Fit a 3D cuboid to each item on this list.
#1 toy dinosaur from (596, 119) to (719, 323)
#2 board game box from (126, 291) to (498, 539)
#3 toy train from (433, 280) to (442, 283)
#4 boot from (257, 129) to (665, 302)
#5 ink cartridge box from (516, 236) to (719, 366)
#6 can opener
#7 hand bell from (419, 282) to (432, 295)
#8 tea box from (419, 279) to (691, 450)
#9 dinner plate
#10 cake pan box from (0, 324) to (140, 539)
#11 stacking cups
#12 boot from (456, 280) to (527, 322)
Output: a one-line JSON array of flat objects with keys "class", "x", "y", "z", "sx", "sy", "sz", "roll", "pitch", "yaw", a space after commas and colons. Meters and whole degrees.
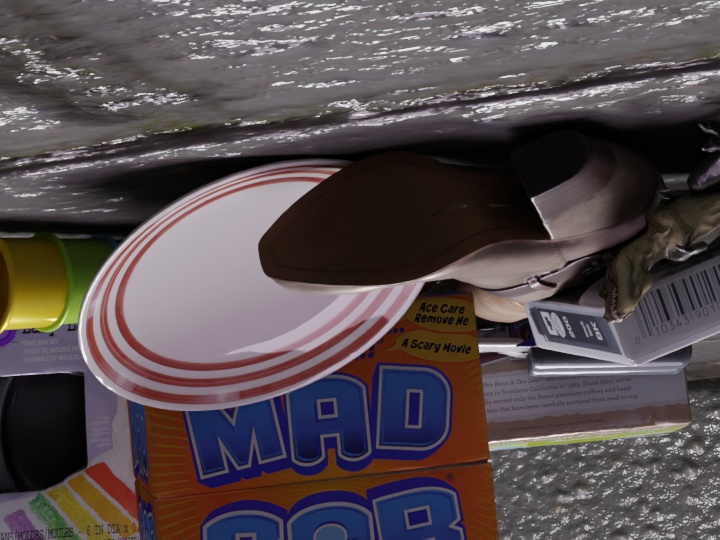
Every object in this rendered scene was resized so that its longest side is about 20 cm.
[{"class": "toy dinosaur", "x": 0.193, "y": -0.045, "z": 1.022, "sx": 0.199, "sy": 0.048, "sz": 0.088, "roll": -29, "pitch": 160, "yaw": -27}, {"class": "board game box", "x": -0.036, "y": 0.124, "z": 1.262, "sx": 0.199, "sy": 0.201, "sz": 0.200, "roll": -5, "pitch": 179, "yaw": -10}, {"class": "toy train", "x": 0.000, "y": 0.000, "z": 1.336, "sx": 0.046, "sy": 0.034, "sz": 0.199, "roll": 4, "pitch": 168, "yaw": -42}, {"class": "boot", "x": 0.062, "y": -0.015, "z": 1.060, "sx": 0.199, "sy": 0.071, "sz": 0.146, "roll": -16, "pitch": 160, "yaw": 12}, {"class": "ink cartridge box", "x": 0.196, "y": -0.004, "z": 1.147, "sx": 0.197, "sy": 0.044, "sz": 0.200, "roll": -22, "pitch": -175, "yaw": -12}, {"class": "can opener", "x": 0.134, "y": 0.046, "z": 1.444, "sx": 0.199, "sy": 0.067, "sz": 0.053, "roll": 3, "pitch": 170, "yaw": 2}, {"class": "hand bell", "x": -0.045, "y": 0.034, "z": 1.466, "sx": 0.199, "sy": 0.105, "sz": 0.104, "roll": -18, "pitch": 174, "yaw": -4}, {"class": "tea box", "x": 0.142, "y": 0.067, "z": 1.569, "sx": 0.199, "sy": 0.135, "sz": 0.197, "roll": -6, "pitch": 172, "yaw": 4}, {"class": "dinner plate", "x": -0.056, "y": 0.005, "z": 1.085, "sx": 0.199, "sy": 0.024, "sz": 0.201, "roll": -17, "pitch": 145, "yaw": -12}, {"class": "cake pan box", "x": -0.171, "y": 0.100, "z": 1.379, "sx": 0.199, "sy": 0.185, "sz": 0.052, "roll": -2, "pitch": -171, "yaw": -12}, {"class": "stacking cups", "x": -0.136, "y": 0.009, "z": 1.194, "sx": 0.199, "sy": 0.061, "sz": 0.060, "roll": 1, "pitch": 170, "yaw": -42}, {"class": "boot", "x": 0.180, "y": -0.006, "z": 1.332, "sx": 0.199, "sy": 0.077, "sz": 0.155, "roll": 8, "pitch": 162, "yaw": -34}]
